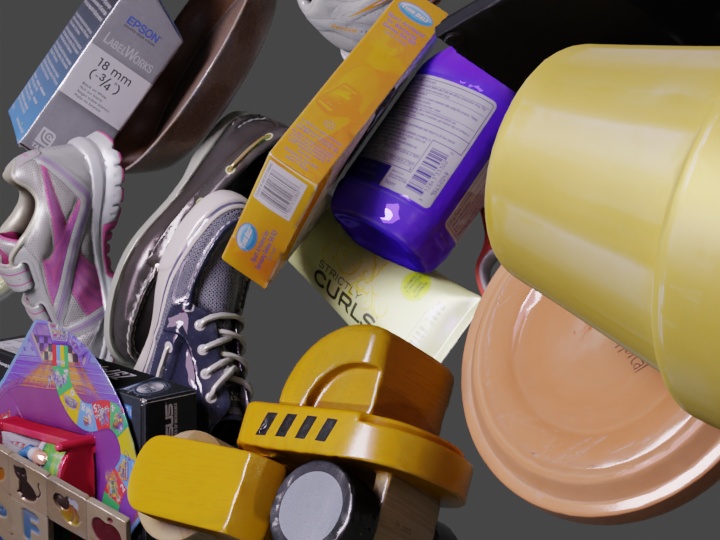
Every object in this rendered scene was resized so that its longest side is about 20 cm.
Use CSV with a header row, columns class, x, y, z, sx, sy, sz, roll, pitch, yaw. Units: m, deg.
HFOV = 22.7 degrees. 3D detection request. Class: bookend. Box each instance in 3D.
class,x,y,z,sx,sy,sz,roll,pitch,yaw
bookend,0.135,-0.185,1.024,0.092,0.200,0.199,-26,52,35

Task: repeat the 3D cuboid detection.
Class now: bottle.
class,x,y,z,sx,sy,sz,roll,pitch,yaw
bottle,0.065,-0.096,1.125,0.083,0.065,0.200,24,72,36

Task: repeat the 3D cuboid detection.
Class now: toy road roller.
class,x,y,z,sx,sy,sz,roll,pitch,yaw
toy road roller,-0.025,0.110,1.067,0.200,0.123,0.146,3,69,39

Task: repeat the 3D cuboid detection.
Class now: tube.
class,x,y,z,sx,sy,sz,roll,pitch,yaw
tube,0.000,0.000,1.161,0.200,0.052,0.058,42,141,42

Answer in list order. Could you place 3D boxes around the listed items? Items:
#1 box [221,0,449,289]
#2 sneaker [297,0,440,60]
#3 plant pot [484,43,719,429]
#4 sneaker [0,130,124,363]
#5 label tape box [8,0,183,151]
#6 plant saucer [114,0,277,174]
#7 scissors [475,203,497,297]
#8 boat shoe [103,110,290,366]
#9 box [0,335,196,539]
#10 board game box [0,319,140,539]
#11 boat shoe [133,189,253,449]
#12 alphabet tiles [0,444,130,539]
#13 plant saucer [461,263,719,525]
class,x,y,z,sx,sy,sz,roll,pitch,yaw
box,-0.010,-0.092,1.139,0.200,0.041,0.119,-57,-2,-37
sneaker,0.038,-0.229,1.218,0.200,0.092,0.076,-50,44,9
plant pot,0.172,-0.029,0.887,0.189,0.201,0.201,20,81,37
sneaker,-0.224,0.000,1.298,0.081,0.088,0.201,-171,80,-64
label tape box,-0.189,-0.176,1.383,0.200,0.063,0.144,-55,20,5
plant saucer,-0.118,-0.150,1.319,0.200,0.034,0.201,-49,21,26
scissors,0.079,-0.043,1.135,0.073,0.014,0.200,-45,46,14
boat shoe,-0.109,-0.019,1.252,0.061,0.072,0.202,21,80,50
box,-0.187,0.140,1.205,0.200,0.043,0.161,14,106,45
board game box,-0.216,0.136,1.171,0.158,0.039,0.200,56,133,24
boat shoe,-0.096,0.054,1.191,0.093,0.075,0.201,33,110,41
alphabet tiles,-0.225,0.184,1.170,0.200,0.008,0.168,25,128,28
plant saucer,0.142,0.042,1.007,0.200,0.032,0.201,-17,59,30
